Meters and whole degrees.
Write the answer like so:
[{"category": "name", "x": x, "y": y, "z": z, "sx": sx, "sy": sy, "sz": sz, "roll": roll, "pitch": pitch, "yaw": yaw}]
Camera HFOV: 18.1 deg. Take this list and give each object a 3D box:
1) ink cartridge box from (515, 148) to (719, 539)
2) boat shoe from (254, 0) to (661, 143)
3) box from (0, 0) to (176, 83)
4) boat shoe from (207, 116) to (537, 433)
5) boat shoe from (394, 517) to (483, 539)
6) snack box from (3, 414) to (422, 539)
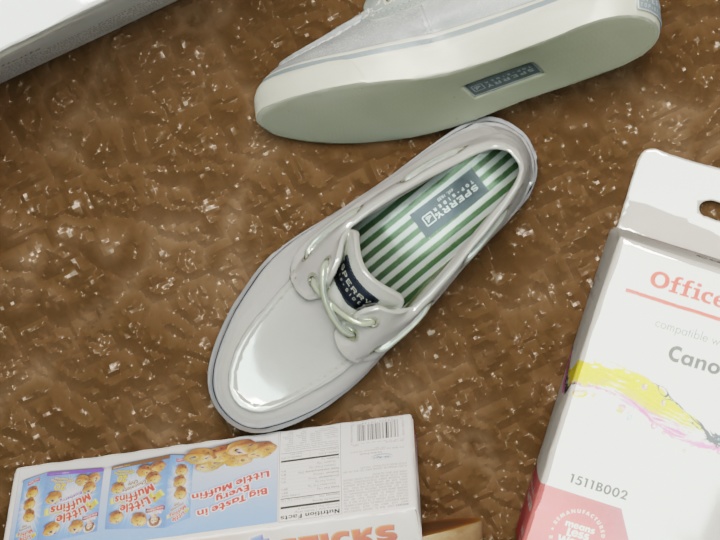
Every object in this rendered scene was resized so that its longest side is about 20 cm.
[{"category": "ink cartridge box", "x": 0.156, "y": 0.053, "z": 1.067, "sx": 0.116, "sy": 0.067, "sz": 0.201, "roll": 17, "pitch": 96, "yaw": 2}, {"category": "boat shoe", "x": 0.042, "y": -0.114, "z": 1.060, "sx": 0.200, "sy": 0.070, "sz": 0.072, "roll": -15, "pitch": 65, "yaw": 20}, {"category": "box", "x": -0.144, "y": -0.208, "z": 1.025, "sx": 0.199, "sy": 0.131, "sz": 0.200, "roll": -25, "pitch": 93, "yaw": 0}, {"category": "boat shoe", "x": 0.000, "y": 0.000, "z": 1.073, "sx": 0.074, "sy": 0.067, "sz": 0.200, "roll": 43, "pitch": 96, "yaw": 0}, {"category": "boat shoe", "x": -0.033, "y": 0.167, "z": 1.088, "sx": 0.199, "sy": 0.070, "sz": 0.071, "roll": -8, "pitch": 93, "yaw": 4}, {"category": "snack box", "x": -0.071, "y": 0.112, "z": 1.085, "sx": 0.199, "sy": 0.072, "sz": 0.024, "roll": -8, "pitch": 126, "yaw": 4}]
